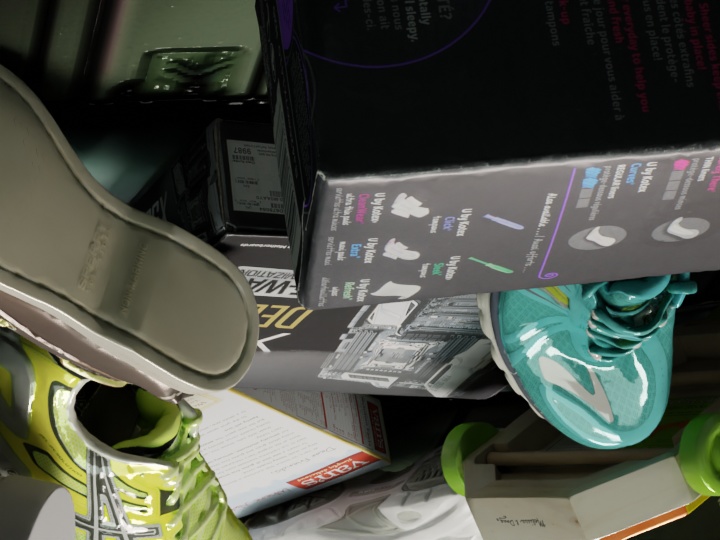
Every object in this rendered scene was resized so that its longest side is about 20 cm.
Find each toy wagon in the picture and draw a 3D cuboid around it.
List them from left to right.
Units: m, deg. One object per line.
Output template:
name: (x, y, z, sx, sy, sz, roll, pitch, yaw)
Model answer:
toy wagon: (0.134, 0.054, 1.217, 0.200, 0.040, 0.155, -34, -162, -36)

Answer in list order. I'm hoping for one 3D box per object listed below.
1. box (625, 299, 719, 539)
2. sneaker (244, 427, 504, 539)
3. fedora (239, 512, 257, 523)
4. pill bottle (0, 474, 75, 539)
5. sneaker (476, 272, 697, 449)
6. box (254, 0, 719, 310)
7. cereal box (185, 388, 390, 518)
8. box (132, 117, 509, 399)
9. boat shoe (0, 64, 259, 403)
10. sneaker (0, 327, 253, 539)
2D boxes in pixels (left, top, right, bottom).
box: (0.158, 0.144, 1.374, 0.117, 0.201, 0.197, -9, 158, 2)
sneaker: (0.016, 0.145, 1.393, 0.199, 0.100, 0.078, -14, -162, 43)
fedora: (-0.116, 0.200, 1.514, 0.199, 0.202, 0.092, 0, -174, -18)
pill bottle: (-0.216, 0.108, 1.101, 0.199, 0.113, 0.112, 9, 160, 9)
sneaker: (0.088, 0.000, 1.069, 0.077, 0.080, 0.201, -19, 135, -9)
box: (0.072, -0.069, 0.929, 0.199, 0.123, 0.106, -5, 157, -7)
cereal box: (-0.094, 0.074, 1.324, 0.143, 0.040, 0.200, -21, 156, 22)
box: (0.000, 0.000, 1.167, 0.199, 0.050, 0.158, 4, 155, -28)
boat shoe: (-0.123, -0.016, 1.026, 0.059, 0.072, 0.200, -9, 144, 46)
sneaker: (-0.092, 0.085, 1.151, 0.076, 0.076, 0.200, -3, 143, 37)
